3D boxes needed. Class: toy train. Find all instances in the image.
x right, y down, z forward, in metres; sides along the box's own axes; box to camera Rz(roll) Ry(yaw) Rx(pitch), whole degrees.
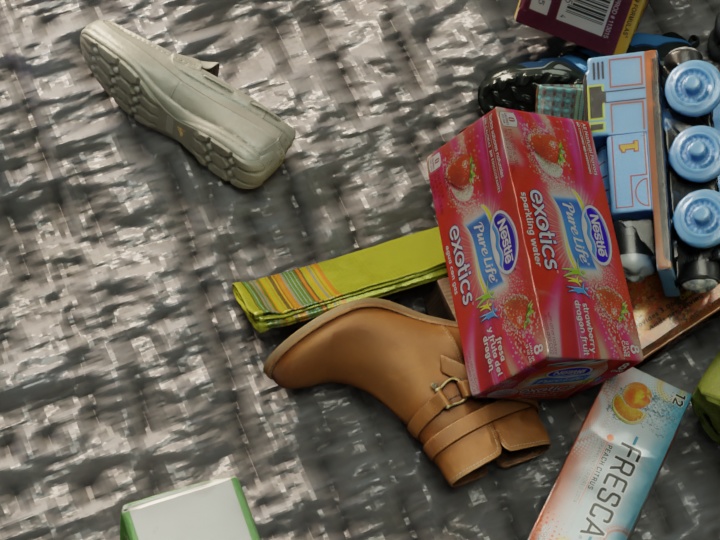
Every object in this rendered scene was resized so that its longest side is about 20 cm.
[{"bbox_3d":[0.232,-0.077,1.369,0.113,0.087,0.202,-6,71,16],"label":"toy train"}]

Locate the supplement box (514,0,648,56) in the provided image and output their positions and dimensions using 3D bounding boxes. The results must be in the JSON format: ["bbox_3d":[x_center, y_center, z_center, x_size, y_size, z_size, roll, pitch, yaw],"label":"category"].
[{"bbox_3d":[0.216,-0.293,1.493,0.102,0.132,0.200,22,40,8],"label":"supplement box"}]

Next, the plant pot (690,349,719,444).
[{"bbox_3d":[0.354,0.069,1.336,0.200,0.200,0.190,42,80,16],"label":"plant pot"}]

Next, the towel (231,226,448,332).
[{"bbox_3d":[0.000,0.000,1.395,0.198,0.018,0.086,-16,25,-13],"label":"towel"}]

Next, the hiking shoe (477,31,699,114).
[{"bbox_3d":[0.197,-0.159,1.503,0.198,0.075,0.087,-3,35,-1],"label":"hiking shoe"}]

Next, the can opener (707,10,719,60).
[{"bbox_3d":[0.399,-0.172,1.524,0.198,0.053,0.067,13,61,3],"label":"can opener"}]

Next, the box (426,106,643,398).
[{"bbox_3d":[0.130,-0.011,1.331,0.099,0.095,0.202,5,66,-35],"label":"box"}]

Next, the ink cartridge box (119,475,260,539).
[{"bbox_3d":[-0.105,0.248,1.181,0.084,0.200,0.147,-15,65,-16],"label":"ink cartridge box"}]

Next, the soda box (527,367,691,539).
[{"bbox_3d":[0.178,0.171,1.320,0.068,0.064,0.201,25,64,11],"label":"soda box"}]

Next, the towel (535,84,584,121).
[{"bbox_3d":[0.240,-0.078,1.448,0.198,0.022,0.148,2,87,-5],"label":"towel"}]

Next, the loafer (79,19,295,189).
[{"bbox_3d":[-0.144,-0.146,1.461,0.199,0.070,0.070,37,60,6],"label":"loafer"}]

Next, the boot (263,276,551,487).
[{"bbox_3d":[0.039,0.096,1.345,0.198,0.074,0.156,-18,69,-11],"label":"boot"}]

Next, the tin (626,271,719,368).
[{"bbox_3d":[0.228,0.006,1.402,0.199,0.042,0.112,-32,76,-4],"label":"tin"}]
